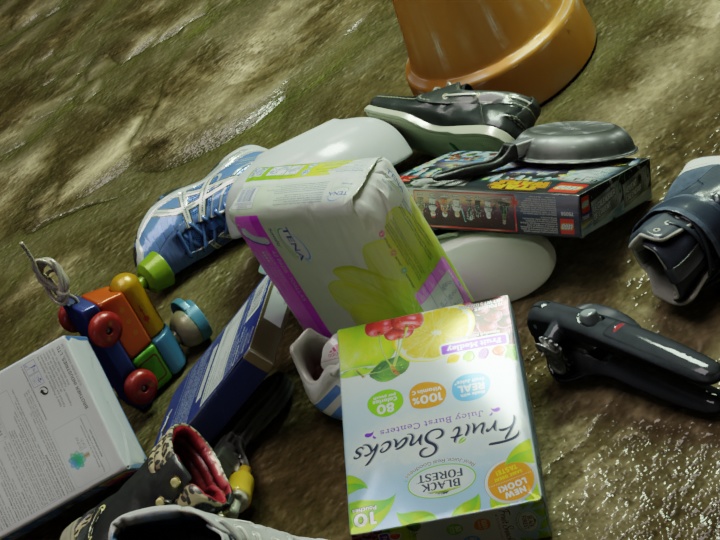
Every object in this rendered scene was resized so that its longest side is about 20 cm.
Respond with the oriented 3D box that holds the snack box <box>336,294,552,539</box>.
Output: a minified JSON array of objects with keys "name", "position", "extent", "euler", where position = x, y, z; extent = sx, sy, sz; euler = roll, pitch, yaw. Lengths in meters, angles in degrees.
[{"name":"snack box","position":[0.059,0.117,1.302],"extent":[0.141,0.053,0.201],"euler":[-12,45,8]}]

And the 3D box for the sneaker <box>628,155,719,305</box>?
[{"name":"sneaker","position":[0.297,-0.038,1.329],"extent":[0.201,0.077,0.146],"euler":[-13,22,49]}]

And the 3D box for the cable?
[{"name":"cable","position":[-0.109,0.168,1.497],"extent":[0.097,0.050,0.200],"euler":[-36,12,32]}]

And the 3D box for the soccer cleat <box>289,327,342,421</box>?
[{"name":"soccer cleat","position":[0.012,0.095,1.416],"extent":[0.199,0.087,0.070],"euler":[9,49,50]}]

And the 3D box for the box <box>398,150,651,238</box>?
[{"name":"box","position":[0.133,-0.068,1.503],"extent":[0.198,0.040,0.137],"euler":[5,19,34]}]

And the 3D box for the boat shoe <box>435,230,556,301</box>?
[{"name":"boat shoe","position":[0.087,-0.006,1.524],"extent":[0.199,0.072,0.069],"euler":[-21,29,38]}]

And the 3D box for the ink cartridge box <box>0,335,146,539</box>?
[{"name":"ink cartridge box","position":[-0.312,0.164,1.571],"extent":[0.199,0.137,0.076],"euler":[-29,-9,5]}]

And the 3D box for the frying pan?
[{"name":"frying pan","position":[0.148,-0.108,1.518],"extent":[0.188,0.031,0.115],"euler":[-4,13,-4]}]

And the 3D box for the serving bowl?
[{"name":"serving bowl","position":[-0.050,-0.102,1.717],"extent":[0.198,0.066,0.200],"euler":[-26,4,2]}]

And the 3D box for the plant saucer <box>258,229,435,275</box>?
[{"name":"plant saucer","position":[-0.005,-0.046,1.618],"extent":[0.199,0.039,0.201],"euler":[-16,11,3]}]

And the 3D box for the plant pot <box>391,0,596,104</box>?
[{"name":"plant pot","position":[0.113,-0.274,1.771],"extent":[0.199,0.184,0.201],"euler":[-24,30,15]}]

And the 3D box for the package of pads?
[{"name":"package of pads","position":[0.000,0.000,1.452],"extent":[0.153,0.201,0.068],"euler":[-2,42,42]}]

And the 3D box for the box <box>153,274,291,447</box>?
[{"name":"box","position":[-0.123,0.096,1.546],"extent":[0.200,0.032,0.122],"euler":[-48,17,36]}]

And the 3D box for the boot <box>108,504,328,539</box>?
[{"name":"boot","position":[-0.084,0.215,1.255],"extent":[0.198,0.096,0.074],"euler":[3,70,11]}]

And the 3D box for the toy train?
[{"name":"toy train","position":[-0.226,0.022,1.650],"extent":[0.115,0.201,0.084],"euler":[-39,29,-22]}]

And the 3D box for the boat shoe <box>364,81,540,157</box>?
[{"name":"boat shoe","position":[0.089,-0.151,1.716],"extent":[0.199,0.072,0.068],"euler":[12,68,42]}]

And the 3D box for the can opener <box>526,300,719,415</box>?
[{"name":"can opener","position":[0.199,0.060,1.308],"extent":[0.079,0.064,0.199],"euler":[-42,30,-17]}]

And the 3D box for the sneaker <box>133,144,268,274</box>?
[{"name":"sneaker","position":[-0.157,-0.062,1.829],"extent":[0.200,0.076,0.077],"euler":[-44,26,-17]}]

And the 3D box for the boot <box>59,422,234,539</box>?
[{"name":"boot","position":[-0.166,0.224,1.364],"extent":[0.151,0.073,0.201],"euler":[-47,29,15]}]
